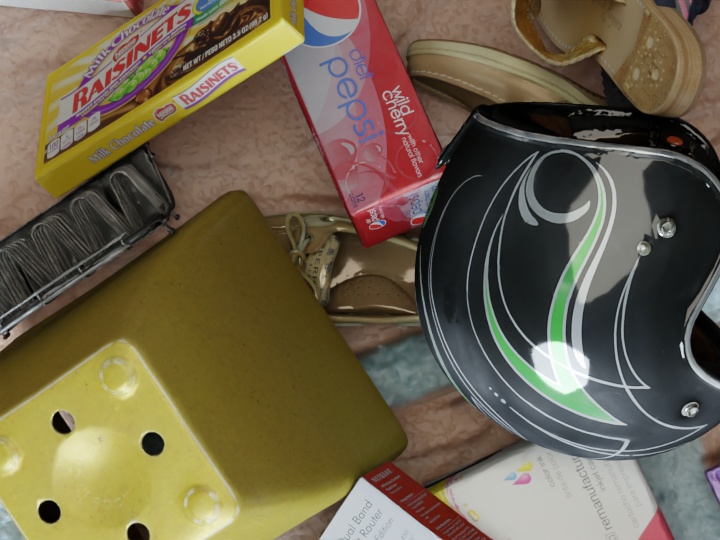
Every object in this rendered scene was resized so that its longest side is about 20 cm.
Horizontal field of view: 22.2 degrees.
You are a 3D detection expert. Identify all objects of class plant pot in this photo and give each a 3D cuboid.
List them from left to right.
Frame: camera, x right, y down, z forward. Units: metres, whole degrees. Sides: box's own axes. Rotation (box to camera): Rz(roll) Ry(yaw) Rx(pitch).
[{"bbox_3d":[-0.116,0.094,1.061,0.195,0.200,0.194,-33,92,14],"label":"plant pot"}]

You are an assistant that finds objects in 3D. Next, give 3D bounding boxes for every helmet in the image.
[{"bbox_3d":[0.130,0.010,1.039,0.200,0.200,0.191,7,104,3],"label":"helmet"}]

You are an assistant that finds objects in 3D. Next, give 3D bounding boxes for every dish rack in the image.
[{"bbox_3d":[-0.179,-0.012,1.105,0.153,0.200,0.055,-36,97,0],"label":"dish rack"}]

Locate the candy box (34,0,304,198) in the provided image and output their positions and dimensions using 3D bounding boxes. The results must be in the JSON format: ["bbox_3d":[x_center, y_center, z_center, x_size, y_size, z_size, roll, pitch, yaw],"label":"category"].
[{"bbox_3d":[-0.118,-0.129,1.127,0.200,0.102,0.026,-29,128,25],"label":"candy box"}]

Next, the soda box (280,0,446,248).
[{"bbox_3d":[-0.007,-0.120,1.146,0.070,0.063,0.200,-23,69,0],"label":"soda box"}]

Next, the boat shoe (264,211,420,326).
[{"bbox_3d":[0.000,0.000,1.161,0.200,0.063,0.073,4,86,3],"label":"boat shoe"}]

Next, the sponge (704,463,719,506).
[{"bbox_3d":[0.328,0.134,1.156,0.200,0.030,0.112,-26,85,1],"label":"sponge"}]

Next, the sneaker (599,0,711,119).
[{"bbox_3d":[0.195,-0.170,1.140,0.082,0.070,0.200,11,66,-19],"label":"sneaker"}]

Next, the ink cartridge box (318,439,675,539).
[{"bbox_3d":[0.093,0.189,1.134,0.200,0.086,0.148,-25,86,-1],"label":"ink cartridge box"}]

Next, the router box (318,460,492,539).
[{"bbox_3d":[0.027,0.244,1.061,0.179,0.049,0.200,36,107,13],"label":"router box"}]

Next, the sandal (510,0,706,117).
[{"bbox_3d":[0.126,-0.155,1.095,0.070,0.212,0.078,6,116,-25],"label":"sandal"}]

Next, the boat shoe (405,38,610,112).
[{"bbox_3d":[0.116,-0.087,1.159,0.200,0.071,0.065,23,86,2],"label":"boat shoe"}]

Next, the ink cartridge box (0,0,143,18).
[{"bbox_3d":[-0.190,-0.271,1.186,0.116,0.067,0.200,6,88,2],"label":"ink cartridge box"}]
